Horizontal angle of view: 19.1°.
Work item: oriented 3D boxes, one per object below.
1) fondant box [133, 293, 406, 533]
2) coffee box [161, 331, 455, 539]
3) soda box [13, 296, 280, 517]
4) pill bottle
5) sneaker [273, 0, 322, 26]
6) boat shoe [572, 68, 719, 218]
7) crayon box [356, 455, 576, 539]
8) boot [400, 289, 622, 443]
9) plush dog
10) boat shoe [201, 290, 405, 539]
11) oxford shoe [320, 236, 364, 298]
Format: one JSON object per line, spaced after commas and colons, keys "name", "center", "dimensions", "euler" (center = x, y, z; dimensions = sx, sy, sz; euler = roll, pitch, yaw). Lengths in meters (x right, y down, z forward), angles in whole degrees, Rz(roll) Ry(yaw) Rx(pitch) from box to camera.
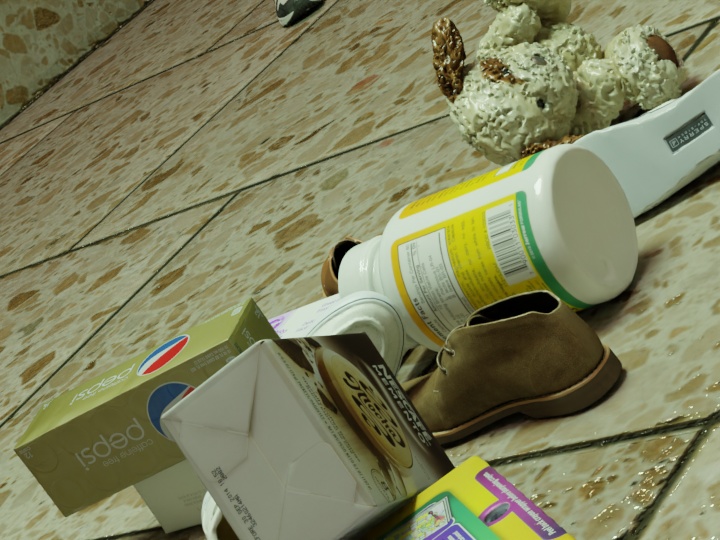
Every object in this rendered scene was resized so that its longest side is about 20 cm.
{"name": "fondant box", "center": [-0.062, 0.098, 1.575], "dimensions": [0.144, 0.058, 0.200], "euler": [-21, 20, 39]}
{"name": "coffee box", "center": [-0.023, 0.103, 1.247], "dimensions": [0.080, 0.113, 0.200], "euler": [-37, -9, 12]}
{"name": "soda box", "center": [-0.144, 0.098, 1.510], "dimensions": [0.199, 0.068, 0.064], "euler": [-27, 19, 24]}
{"name": "pill bottle", "center": [0.084, -0.007, 1.498], "dimensions": [0.199, 0.113, 0.113], "euler": [-21, 20, 36]}
{"name": "sneaker", "center": [-0.105, -0.409, 3.090], "dimensions": [0.073, 0.080, 0.200], "euler": [-31, 18, 1]}
{"name": "boat shoe", "center": [0.226, -0.091, 1.576], "dimensions": [0.199, 0.071, 0.070], "euler": [-33, -12, 15]}
{"name": "crayon box", "center": [0.033, 0.190, 1.124], "dimensions": [0.172, 0.058, 0.200], "euler": [-36, 15, -5]}
{"name": "boot", "center": [0.074, 0.061, 1.391], "dimensions": [0.199, 0.076, 0.074], "euler": [-21, 24, 44]}
{"name": "plush dog", "center": [0.138, -0.146, 1.756], "dimensions": [0.172, 0.200, 0.161], "euler": [-36, -20, -46]}
{"name": "boat shoe", "center": [-0.038, 0.104, 1.395], "dimensions": [0.202, 0.074, 0.086], "euler": [-52, 8, 4]}
{"name": "oxford shoe", "center": [0.000, 0.000, 1.720], "dimensions": [0.071, 0.071, 0.200], "euler": [-37, 15, -6]}
